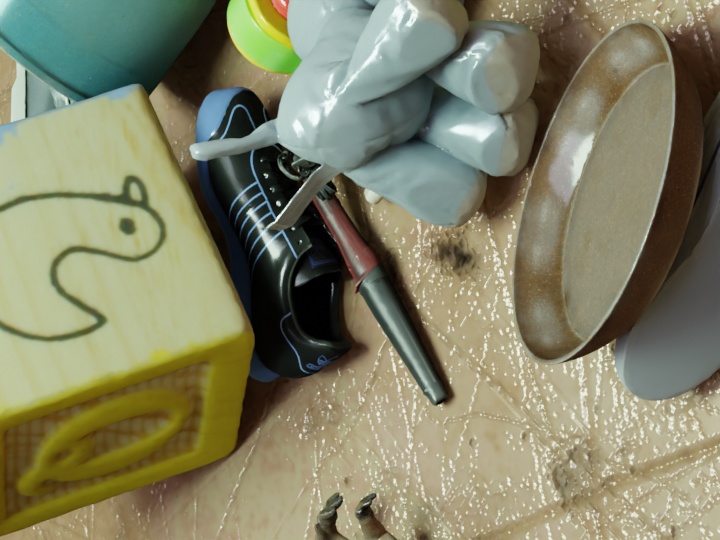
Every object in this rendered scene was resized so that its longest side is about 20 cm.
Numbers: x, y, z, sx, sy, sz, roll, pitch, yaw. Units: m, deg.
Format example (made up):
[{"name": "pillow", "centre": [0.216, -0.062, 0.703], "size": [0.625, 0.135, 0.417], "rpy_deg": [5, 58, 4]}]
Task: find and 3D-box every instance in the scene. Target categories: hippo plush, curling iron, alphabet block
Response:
[{"name": "hippo plush", "centre": [0.017, -0.123, 1.392], "size": [0.199, 0.159, 0.161], "rpy_deg": [-34, 34, 19]}, {"name": "curling iron", "centre": [0.000, 0.000, 1.440], "size": [0.025, 0.050, 0.201], "rpy_deg": [-31, 78, 14]}, {"name": "alphabet block", "centre": [-0.198, 0.030, 1.495], "size": [0.197, 0.194, 0.201], "rpy_deg": [101, 146, -61]}]

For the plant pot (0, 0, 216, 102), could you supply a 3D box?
[{"name": "plant pot", "centre": [-0.166, -0.241, 1.524], "size": [0.188, 0.200, 0.200], "rpy_deg": [-46, 58, 16]}]

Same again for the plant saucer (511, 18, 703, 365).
[{"name": "plant saucer", "centre": [0.141, -0.040, 1.265], "size": [0.200, 0.034, 0.202], "rpy_deg": [-163, 90, -73]}]

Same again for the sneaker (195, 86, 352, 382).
[{"name": "sneaker", "centre": [-0.052, -0.029, 1.486], "size": [0.078, 0.070, 0.202], "rpy_deg": [-15, 85, 39]}]

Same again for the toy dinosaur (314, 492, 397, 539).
[{"name": "toy dinosaur", "centre": [0.009, 0.219, 1.416], "size": [0.136, 0.086, 0.200], "rpy_deg": [55, 152, -13]}]

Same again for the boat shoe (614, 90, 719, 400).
[{"name": "boat shoe", "centre": [0.192, -0.024, 1.255], "size": [0.070, 0.070, 0.201], "rpy_deg": [-116, 42, -59]}]

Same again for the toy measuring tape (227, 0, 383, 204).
[{"name": "toy measuring tape", "centre": [-0.040, -0.133, 1.467], "size": [0.073, 0.073, 0.201], "rpy_deg": [-37, 64, 37]}]

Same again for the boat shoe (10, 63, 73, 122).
[{"name": "boat shoe", "centre": [-0.223, -0.166, 1.670], "size": [0.061, 0.073, 0.202], "rpy_deg": [2, 82, 1]}]
